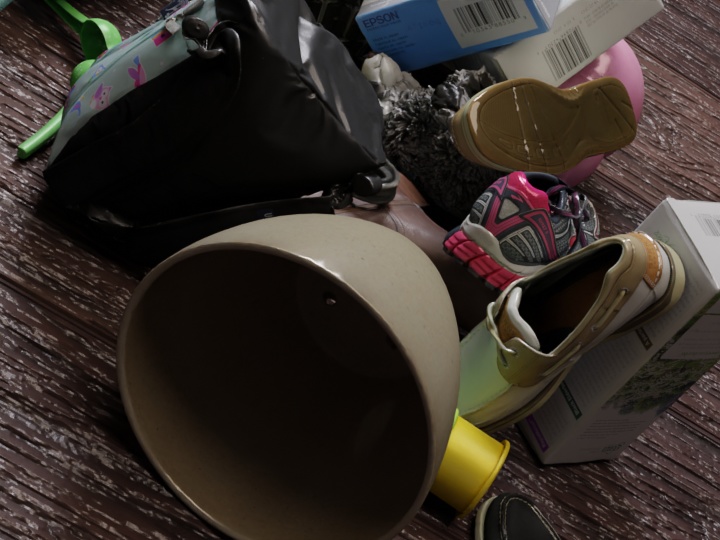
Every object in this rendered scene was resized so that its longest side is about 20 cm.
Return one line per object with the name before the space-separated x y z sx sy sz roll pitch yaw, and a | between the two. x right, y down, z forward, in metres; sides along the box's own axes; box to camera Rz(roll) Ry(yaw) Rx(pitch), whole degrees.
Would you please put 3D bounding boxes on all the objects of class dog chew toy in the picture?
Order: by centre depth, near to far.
dog chew toy | 0.151 -0.121 1.487 0.124 0.125 0.200 39 44 0

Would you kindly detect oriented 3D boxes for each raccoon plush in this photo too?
raccoon plush | 0.041 -0.068 1.387 0.097 0.134 0.201 4 79 -58

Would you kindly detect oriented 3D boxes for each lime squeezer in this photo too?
lime squeezer | -0.198 -0.146 1.270 0.070 0.038 0.200 19 41 -26

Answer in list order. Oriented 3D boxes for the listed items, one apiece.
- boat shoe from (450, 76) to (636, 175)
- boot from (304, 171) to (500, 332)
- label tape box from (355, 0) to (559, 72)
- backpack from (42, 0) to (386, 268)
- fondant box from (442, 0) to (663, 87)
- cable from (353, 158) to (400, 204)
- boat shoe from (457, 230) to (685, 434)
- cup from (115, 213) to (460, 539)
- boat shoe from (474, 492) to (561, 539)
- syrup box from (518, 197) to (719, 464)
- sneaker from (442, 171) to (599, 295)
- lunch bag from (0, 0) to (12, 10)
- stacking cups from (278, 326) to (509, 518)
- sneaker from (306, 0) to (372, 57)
boat shoe | 0.124 -0.099 1.334 0.200 0.066 0.074 -8 82 -49
boot | 0.000 0.000 1.260 0.186 0.064 0.200 42 30 28
label tape box | 0.092 -0.249 1.438 0.066 0.143 0.200 55 37 -33
backpack | -0.099 -0.090 1.165 0.167 0.200 0.127 51 30 -26
fondant box | 0.129 -0.216 1.478 0.058 0.144 0.200 58 -8 -33
cable | -0.045 -0.116 1.324 0.097 0.050 0.200 3 28 -35
boat shoe | 0.112 0.037 1.197 0.068 0.200 0.075 23 35 -51
cup | -0.021 0.047 1.073 0.200 0.200 0.143 41 36 4
boat shoe | 0.129 0.212 1.141 0.074 0.066 0.200 14 42 -29
syrup box | 0.189 0.045 1.261 0.079 0.200 0.082 2 51 -40
sneaker | 0.131 -0.032 1.287 0.081 0.075 0.200 40 20 13
lunch bag | -0.314 -0.214 1.174 0.200 0.122 0.170 33 35 2
stacking cups | -0.002 0.081 1.186 0.200 0.061 0.061 33 36 0
sneaker | -0.056 -0.240 1.463 0.199 0.079 0.089 23 41 -20
